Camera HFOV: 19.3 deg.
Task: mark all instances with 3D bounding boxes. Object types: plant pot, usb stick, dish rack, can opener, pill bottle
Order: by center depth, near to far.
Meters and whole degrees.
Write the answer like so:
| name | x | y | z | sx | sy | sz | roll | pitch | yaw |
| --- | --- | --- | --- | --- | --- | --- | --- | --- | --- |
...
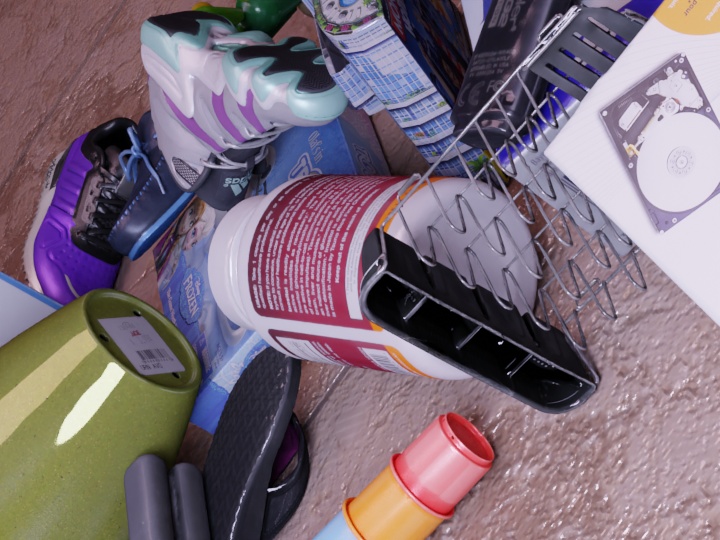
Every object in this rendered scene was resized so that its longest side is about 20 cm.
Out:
| name | x | y | z | sx | sy | sz | roll | pitch | yaw |
| --- | --- | --- | --- | --- | --- | --- | --- | --- | --- |
| dish rack | 0.106 | -0.033 | 1.074 | 0.200 | 0.153 | 0.055 | -48 | 34 | 22 |
| usb stick | 0.098 | -0.157 | 1.119 | 0.055 | 0.033 | 0.201 | 0 | 64 | 49 |
| pill bottle | 0.000 | 0.000 | 1.241 | 0.199 | 0.113 | 0.114 | 5 | 68 | 51 |
| can opener | -0.118 | 0.210 | 1.271 | 0.067 | 0.053 | 0.201 | -46 | 40 | 37 |
| plant pot | -0.195 | 0.115 | 1.377 | 0.200 | 0.186 | 0.188 | -50 | 30 | 22 |

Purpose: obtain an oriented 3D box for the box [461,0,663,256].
| name | x | y | z | sx | sy | sz | roll | pitch | yaw |
| --- | --- | --- | --- | --- | --- | --- | --- | --- | --- |
| box | 0.156 | -0.148 | 1.161 | 0.184 | 0.105 | 0.201 | -44 | 32 | 26 |

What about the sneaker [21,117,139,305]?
| name | x | y | z | sx | sy | sz | roll | pitch | yaw |
| --- | --- | --- | --- | --- | --- | --- | --- | --- | --- |
| sneaker | -0.209 | -0.048 | 1.682 | 0.099 | 0.069 | 0.201 | -36 | 37 | 32 |

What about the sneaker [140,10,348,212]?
| name | x | y | z | sx | sy | sz | roll | pitch | yaw |
| --- | --- | --- | --- | --- | --- | --- | --- | --- | --- |
| sneaker | -0.073 | -0.084 | 1.387 | 0.200 | 0.077 | 0.141 | 28 | 124 | 51 |

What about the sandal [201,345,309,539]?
| name | x | y | z | sx | sy | sz | roll | pitch | yaw |
| --- | --- | --- | --- | --- | --- | --- | --- | --- | --- |
| sandal | -0.068 | 0.145 | 1.315 | 0.075 | 0.048 | 0.202 | 14 | 88 | 59 |

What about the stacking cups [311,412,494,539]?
| name | x | y | z | sx | sy | sz | roll | pitch | yaw |
| --- | --- | --- | --- | --- | --- | --- | --- | --- | --- |
| stacking cups | -0.006 | 0.157 | 1.185 | 0.200 | 0.060 | 0.061 | -49 | 30 | 15 |

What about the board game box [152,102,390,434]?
| name | x | y | z | sx | sy | sz | roll | pitch | yaw |
| --- | --- | --- | --- | --- | --- | --- | --- | --- | --- |
| board game box | -0.061 | -0.020 | 1.449 | 0.199 | 0.043 | 0.200 | -48 | 31 | 19 |

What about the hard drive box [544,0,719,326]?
| name | x | y | z | sx | sy | sz | roll | pitch | yaw |
| --- | --- | --- | --- | --- | --- | --- | --- | --- | --- |
| hard drive box | 0.205 | -0.045 | 0.939 | 0.156 | 0.077 | 0.200 | -52 | 55 | 13 |

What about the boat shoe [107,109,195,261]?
| name | x | y | z | sx | sy | sz | roll | pitch | yaw |
| --- | --- | --- | --- | --- | --- | --- | --- | --- | --- |
| boat shoe | -0.139 | -0.090 | 1.561 | 0.084 | 0.068 | 0.200 | -45 | 10 | 49 |

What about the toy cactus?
| name | x | y | z | sx | sy | sz | roll | pitch | yaw |
| --- | --- | --- | --- | --- | --- | --- | --- | --- | --- |
| toy cactus | -0.048 | -0.185 | 1.496 | 0.103 | 0.164 | 0.200 | 57 | 142 | 11 |

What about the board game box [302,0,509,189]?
| name | x | y | z | sx | sy | sz | roll | pitch | yaw |
| --- | --- | --- | --- | --- | --- | --- | --- | --- | --- |
| board game box | 0.003 | -0.162 | 1.310 | 0.061 | 0.200 | 0.201 | -30 | 36 | 15 |

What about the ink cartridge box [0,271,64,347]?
| name | x | y | z | sx | sy | sz | roll | pitch | yaw |
| --- | --- | --- | --- | --- | --- | --- | --- | --- | --- |
| ink cartridge box | -0.284 | 0.064 | 1.617 | 0.199 | 0.144 | 0.085 | -5 | 59 | 56 |
